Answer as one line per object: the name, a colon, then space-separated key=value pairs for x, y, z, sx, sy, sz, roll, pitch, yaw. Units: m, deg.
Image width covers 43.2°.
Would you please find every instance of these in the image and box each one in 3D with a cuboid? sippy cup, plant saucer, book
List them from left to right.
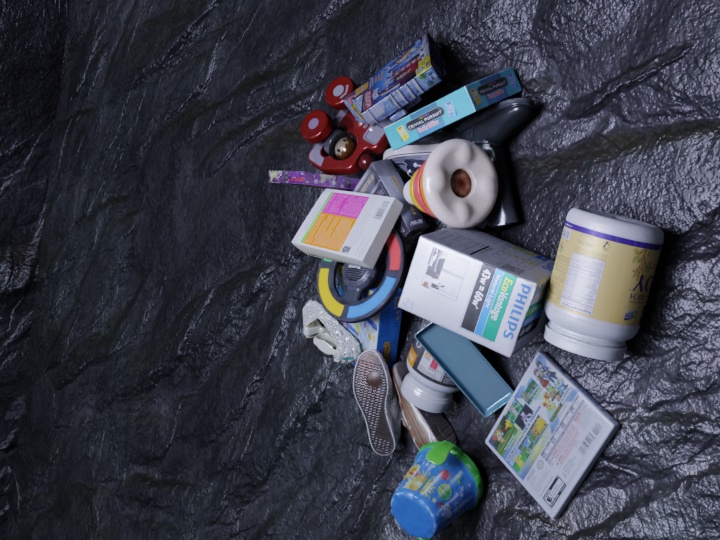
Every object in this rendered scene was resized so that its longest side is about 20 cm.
book: x=-0.025 y=-0.084 z=1.690 sx=0.199 sy=0.048 sz=0.135 roll=14 pitch=72 yaw=48
sippy cup: x=0.123 y=0.387 z=1.571 sx=0.139 sy=0.130 sz=0.179 roll=-14 pitch=104 yaw=43
plant saucer: x=0.177 y=0.159 z=1.537 sx=0.070 sy=0.200 sz=0.019 roll=-37 pitch=16 yaw=14

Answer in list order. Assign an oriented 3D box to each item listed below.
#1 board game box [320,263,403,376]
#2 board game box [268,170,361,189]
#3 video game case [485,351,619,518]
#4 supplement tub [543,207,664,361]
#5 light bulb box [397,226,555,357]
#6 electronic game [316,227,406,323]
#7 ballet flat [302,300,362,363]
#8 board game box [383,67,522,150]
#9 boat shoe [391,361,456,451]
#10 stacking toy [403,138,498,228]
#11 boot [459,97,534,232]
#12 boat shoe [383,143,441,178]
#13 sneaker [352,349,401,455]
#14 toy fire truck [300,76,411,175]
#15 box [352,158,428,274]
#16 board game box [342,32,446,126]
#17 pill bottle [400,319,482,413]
board game box: x=-0.002 y=0.083 z=1.779 sx=0.196 sy=0.055 sz=0.202 roll=39 pitch=135 yaw=43
board game box: x=-0.070 y=-0.176 z=1.810 sx=0.119 sy=0.199 sz=0.033 roll=3 pitch=90 yaw=49
video game case: x=0.307 y=0.267 z=1.485 sx=0.182 sy=0.022 sz=0.201 roll=47 pitch=122 yaw=39
supplement tub: x=0.356 y=0.019 z=1.351 sx=0.145 sy=0.144 sz=0.202 roll=23 pitch=105 yaw=47
light bulb box: x=0.198 y=0.024 z=1.449 sx=0.199 sy=0.198 sz=0.126 roll=24 pitch=109 yaw=22
electronic game: x=0.000 y=0.000 z=1.676 sx=0.199 sy=0.042 sz=0.202 roll=-18 pitch=59 yaw=32
ballet flat: x=-0.073 y=0.120 z=1.793 sx=0.200 sy=0.071 sz=0.072 roll=36 pitch=114 yaw=46
board game box: x=0.160 y=-0.281 z=1.588 sx=0.199 sy=0.150 sz=0.047 roll=-20 pitch=97 yaw=46
boat shoe: x=0.102 y=0.262 z=1.682 sx=0.072 sy=0.075 sz=0.201 roll=-51 pitch=51 yaw=36
stacking toy: x=0.129 y=-0.140 z=1.568 sx=0.199 sy=0.145 sz=0.148 roll=-4 pitch=84 yaw=63
boot: x=0.242 y=-0.174 z=1.553 sx=0.164 sy=0.065 sz=0.202 roll=-20 pitch=70 yaw=55
boat shoe: x=0.114 y=-0.181 z=1.693 sx=0.199 sy=0.074 sz=0.094 roll=1 pitch=82 yaw=49
sneaker: x=0.036 y=0.242 z=1.732 sx=0.072 sy=0.085 sz=0.202 roll=-5 pitch=99 yaw=20
toy fire truck: x=-0.010 y=-0.273 z=1.781 sx=0.168 sy=0.112 sz=0.201 roll=35 pitch=88 yaw=40
box: x=0.035 y=-0.090 z=1.751 sx=0.159 sy=0.048 sz=0.200 roll=62 pitch=143 yaw=20
board game box: x=0.060 y=-0.325 z=1.650 sx=0.199 sy=0.062 sz=0.201 roll=-32 pitch=24 yaw=20
pill bottle: x=0.149 y=0.142 z=1.603 sx=0.116 sy=0.116 sz=0.202 roll=41 pitch=117 yaw=42
